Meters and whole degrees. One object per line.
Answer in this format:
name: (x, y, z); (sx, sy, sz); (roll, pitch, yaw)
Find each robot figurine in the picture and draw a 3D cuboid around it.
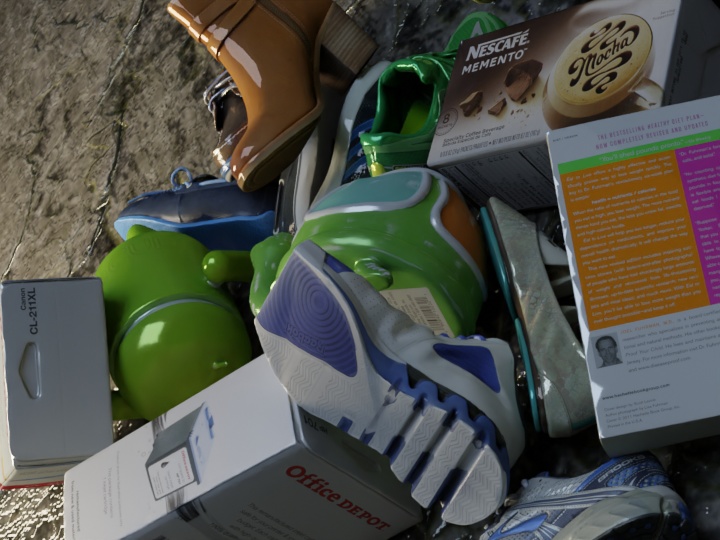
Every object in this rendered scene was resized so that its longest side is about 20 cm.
robot figurine: (-0.157, 0.046, 1.250); (0.176, 0.115, 0.201); (-51, 36, 16)

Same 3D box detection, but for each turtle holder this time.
turtle holder: (0.010, 0.005, 1.076); (0.185, 0.140, 0.133); (-36, 23, 49)

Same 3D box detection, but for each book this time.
book: (0.191, -0.002, 0.893); (0.132, 0.048, 0.202); (-13, 60, 14)

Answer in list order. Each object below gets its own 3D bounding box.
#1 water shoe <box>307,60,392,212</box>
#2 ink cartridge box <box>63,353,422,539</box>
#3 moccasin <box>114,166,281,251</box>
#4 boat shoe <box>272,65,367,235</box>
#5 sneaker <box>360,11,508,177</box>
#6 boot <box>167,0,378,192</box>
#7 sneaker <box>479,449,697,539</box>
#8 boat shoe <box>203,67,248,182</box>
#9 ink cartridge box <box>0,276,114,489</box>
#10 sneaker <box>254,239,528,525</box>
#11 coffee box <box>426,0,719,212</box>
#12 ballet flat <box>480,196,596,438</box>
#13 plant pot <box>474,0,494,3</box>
water shoe: (0.017, -0.076, 1.209); (0.078, 0.072, 0.202); (7, 62, 20)
ink cartridge box: (-0.080, 0.154, 1.031); (0.199, 0.146, 0.087); (-32, 47, 20)
moccasin: (-0.132, -0.048, 1.344); (0.198, 0.081, 0.069); (2, 55, 37)
boat shoe: (-0.037, -0.102, 1.275); (0.056, 0.068, 0.202); (-18, 51, 40)
sneaker: (0.063, -0.137, 1.153); (0.073, 0.084, 0.201); (1, 45, 36)
boot: (-0.092, -0.164, 1.203); (0.201, 0.154, 0.074); (-55, 3, -40)
sneaker: (0.106, 0.170, 0.900); (0.199, 0.077, 0.086); (-30, 32, 20)
boat shoe: (-0.100, -0.141, 1.311); (0.072, 0.072, 0.200); (-40, 13, 23)
ink cartridge box: (-0.258, 0.097, 1.247); (0.200, 0.082, 0.148); (146, 120, -69)
sneaker: (0.032, 0.066, 0.960); (0.199, 0.115, 0.081); (44, 119, 13)
coffee box: (0.153, -0.116, 1.054); (0.198, 0.080, 0.114); (-9, 56, 44)
ballet flat: (0.127, 0.027, 1.003); (0.061, 0.068, 0.202); (-14, 49, 4)
plant pot: (0.186, -0.268, 1.039); (0.188, 0.200, 0.202); (14, 70, 21)
